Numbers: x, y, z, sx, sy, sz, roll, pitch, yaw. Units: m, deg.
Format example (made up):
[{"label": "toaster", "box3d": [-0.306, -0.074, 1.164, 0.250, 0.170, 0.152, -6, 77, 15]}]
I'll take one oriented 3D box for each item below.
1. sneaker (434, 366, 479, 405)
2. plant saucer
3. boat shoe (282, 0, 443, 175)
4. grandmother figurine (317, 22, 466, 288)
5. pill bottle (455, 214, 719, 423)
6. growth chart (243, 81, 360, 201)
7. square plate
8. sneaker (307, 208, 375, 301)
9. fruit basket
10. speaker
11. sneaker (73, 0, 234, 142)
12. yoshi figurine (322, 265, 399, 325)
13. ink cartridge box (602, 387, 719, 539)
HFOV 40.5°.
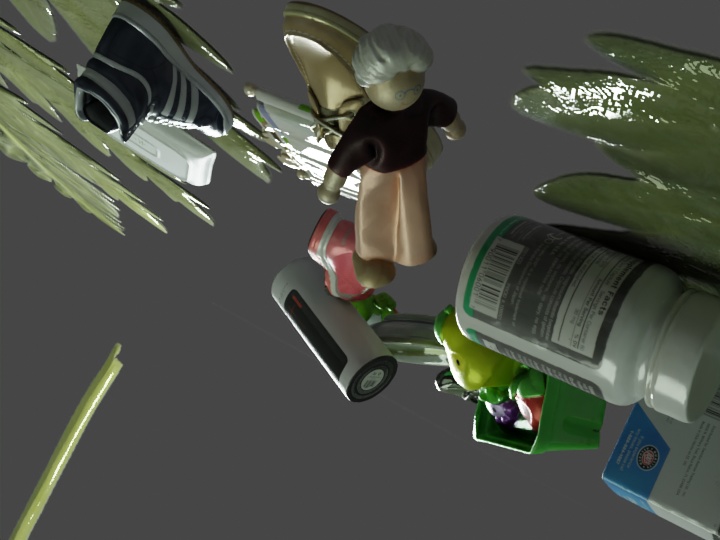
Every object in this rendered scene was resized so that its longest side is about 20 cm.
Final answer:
[{"label": "sneaker", "box3d": [0.195, 0.182, 1.350, 0.197, 0.086, 0.078, 18, 168, -8]}, {"label": "plant saucer", "box3d": [0.082, 0.094, 1.351, 0.197, 0.051, 0.200, 7, 168, 2]}, {"label": "boat shoe", "box3d": [-0.002, -0.115, 0.715, 0.072, 0.065, 0.200, 22, 166, 35]}, {"label": "grandmother figurine", "box3d": [0.026, -0.082, 0.676, 0.060, 0.121, 0.202, 37, 150, 31]}, {"label": "pill bottle", "box3d": [0.183, 0.037, 0.769, 0.198, 0.114, 0.113, 24, 167, 33]}, {"label": "growth chart", "box3d": [-0.043, -0.115, 0.945, 0.143, 0.018, 0.200, 27, 168, 23]}, {"label": "square plate", "box3d": [-0.280, -0.177, 1.268, 0.197, 0.029, 0.200, 32, 168, -7]}, {"label": "sneaker", "box3d": [0.000, 0.000, 1.192, 0.086, 0.074, 0.200, 24, 167, 21]}, {"label": "fruit basket", "box3d": [0.173, 0.131, 1.170, 0.212, 0.158, 0.216, 12, 172, 2]}, {"label": "speaker", "box3d": [-0.037, 0.073, 1.273, 0.200, 0.081, 0.081, 50, -178, 34]}, {"label": "sneaker", "box3d": [-0.198, -0.157, 0.932, 0.069, 0.109, 0.200, 25, 168, 26]}, {"label": "yoshi figurine", "box3d": [0.000, 0.066, 1.414, 0.111, 0.114, 0.200, 11, 158, 33]}, {"label": "ink cartridge box", "box3d": [0.338, 0.170, 0.860, 0.198, 0.146, 0.084, 23, 168, 32]}]
